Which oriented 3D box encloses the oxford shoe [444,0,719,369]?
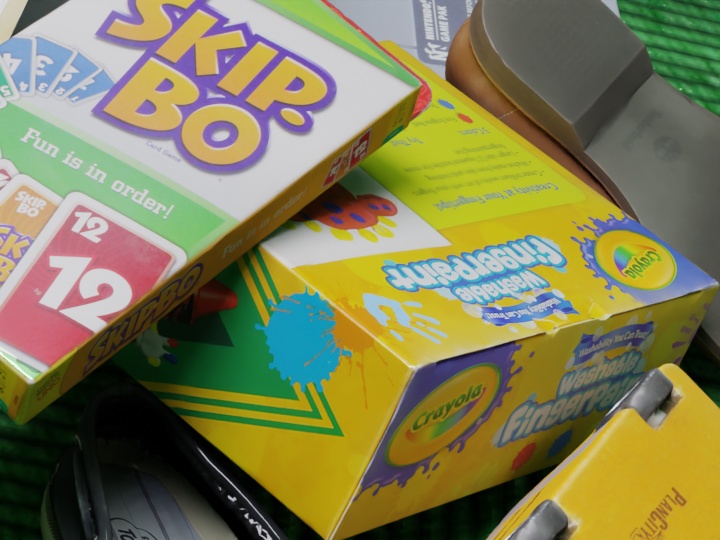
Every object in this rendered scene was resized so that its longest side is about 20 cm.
[{"bbox_3d":[0.108,-0.023,1.075,0.071,0.071,0.200,-36,84,-32],"label":"oxford shoe"}]

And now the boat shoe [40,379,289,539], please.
[{"bbox_3d":[-0.041,0.110,0.873,0.074,0.066,0.200,-7,44,-23],"label":"boat shoe"}]

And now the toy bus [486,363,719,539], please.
[{"bbox_3d":[0.068,0.102,0.888,0.065,0.078,0.200,45,30,3],"label":"toy bus"}]

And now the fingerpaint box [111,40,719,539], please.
[{"bbox_3d":[0.000,0.000,0.975,0.167,0.074,0.200,38,26,24],"label":"fingerpaint box"}]

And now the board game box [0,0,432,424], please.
[{"bbox_3d":[-0.067,-0.041,0.874,0.095,0.030,0.200,40,49,14],"label":"board game box"}]

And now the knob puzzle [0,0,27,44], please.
[{"bbox_3d":[-0.175,-0.127,0.894,0.219,0.221,0.030,-9,4,-27],"label":"knob puzzle"}]

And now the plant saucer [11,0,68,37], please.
[{"bbox_3d":[-0.107,-0.117,1.022,0.199,0.050,0.201,-10,43,9],"label":"plant saucer"}]

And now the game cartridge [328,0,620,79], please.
[{"bbox_3d":[0.040,-0.111,1.187,0.132,0.041,0.200,11,39,-12],"label":"game cartridge"}]
